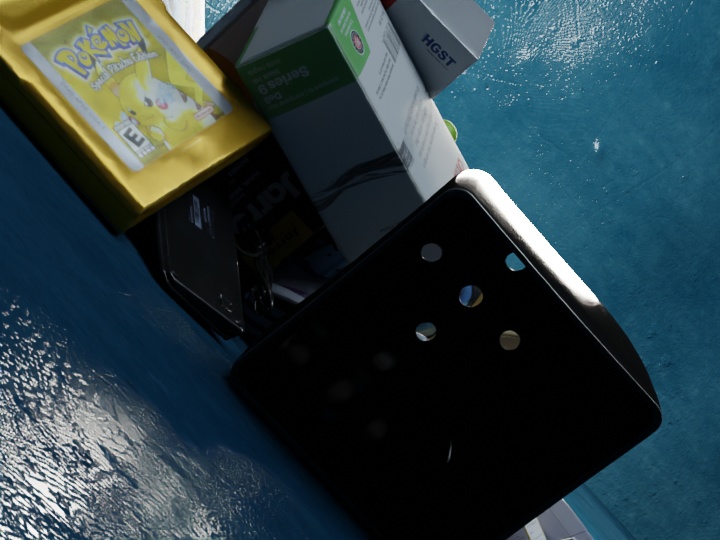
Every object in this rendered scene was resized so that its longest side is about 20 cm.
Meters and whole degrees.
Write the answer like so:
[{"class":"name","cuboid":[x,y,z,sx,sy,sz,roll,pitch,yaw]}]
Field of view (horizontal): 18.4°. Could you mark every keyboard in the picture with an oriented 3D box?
[{"class":"keyboard","cuboid":[-0.104,-0.023,1.566,0.127,0.021,0.200,39,26,-32]}]

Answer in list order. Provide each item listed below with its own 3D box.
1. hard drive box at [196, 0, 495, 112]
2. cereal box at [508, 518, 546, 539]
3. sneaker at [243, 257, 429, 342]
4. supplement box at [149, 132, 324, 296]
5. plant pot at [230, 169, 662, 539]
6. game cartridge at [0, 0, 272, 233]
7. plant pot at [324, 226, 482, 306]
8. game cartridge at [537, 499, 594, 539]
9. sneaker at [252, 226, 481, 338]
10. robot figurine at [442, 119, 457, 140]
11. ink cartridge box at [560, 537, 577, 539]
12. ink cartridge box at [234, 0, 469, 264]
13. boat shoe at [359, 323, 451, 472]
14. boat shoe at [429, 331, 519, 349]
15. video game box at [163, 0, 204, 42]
[{"class":"hard drive box","cuboid":[-0.021,-0.175,1.755,0.156,0.200,0.077,43,31,-11]},{"class":"cereal box","cuboid":[0.114,0.193,1.725,0.144,0.039,0.200,27,38,-81]},{"class":"sneaker","cuboid":[0.017,0.048,1.634,0.200,0.075,0.088,28,36,3]},{"class":"supplement box","cuboid":[-0.125,-0.088,1.690,0.200,0.110,0.086,46,4,-30]},{"class":"plant pot","cuboid":[0.064,0.049,1.460,0.200,0.200,0.177,48,19,-9]},{"class":"game cartridge","cuboid":[-0.174,-0.136,1.526,0.200,0.032,0.176,49,38,2]},{"class":"plant pot","cuboid":[0.045,0.055,1.888,0.200,0.186,0.186,64,8,17]},{"class":"game cartridge","cuboid":[0.168,0.246,1.859,0.200,0.040,0.134,-133,-154,-64]},{"class":"sneaker","cuboid":[0.000,0.000,1.750,0.078,0.199,0.090,-50,140,-54]},{"class":"robot figurine","cuboid":[-0.007,-0.103,1.935,0.175,0.116,0.200,15,-16,35]},{"class":"ink cartridge box","cuboid":[0.175,0.274,1.626,0.200,0.042,0.120,46,34,-64]},{"class":"ink cartridge box","cuboid":[0.000,-0.108,1.652,0.200,0.084,0.146,61,19,-19]},{"class":"boat shoe","cuboid":[0.012,0.109,1.573,0.200,0.075,0.062,54,-1,4]},{"class":"boat shoe","cuboid":[0.056,0.076,1.770,0.066,0.199,0.074,-86,171,-64]},{"class":"video game box","cuboid":[-0.175,-0.264,1.783,0.182,0.047,0.201,48,38,-66]}]
